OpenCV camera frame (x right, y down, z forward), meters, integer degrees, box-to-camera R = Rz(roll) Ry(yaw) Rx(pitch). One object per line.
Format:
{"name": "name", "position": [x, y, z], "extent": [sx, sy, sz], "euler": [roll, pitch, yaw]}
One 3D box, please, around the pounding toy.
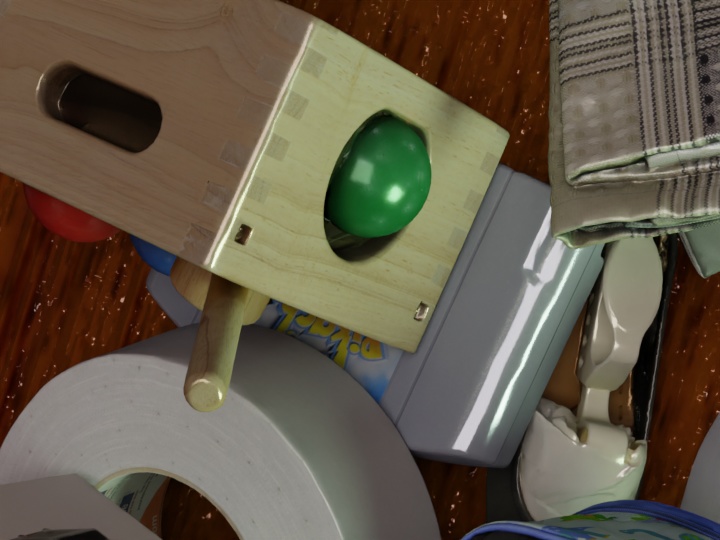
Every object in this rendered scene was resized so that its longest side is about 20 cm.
{"name": "pounding toy", "position": [-0.053, -0.031, 0.946], "extent": [0.199, 0.184, 0.143], "euler": [25, 91, 34]}

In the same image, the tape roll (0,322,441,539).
{"name": "tape roll", "position": [-0.064, 0.126, 1.015], "extent": [0.199, 0.066, 0.202], "euler": [8, 105, 33]}

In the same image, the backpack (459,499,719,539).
{"name": "backpack", "position": [0.106, 0.194, 0.948], "extent": [0.182, 0.146, 0.202], "euler": [14, 104, 45]}

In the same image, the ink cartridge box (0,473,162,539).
{"name": "ink cartridge box", "position": [-0.099, 0.185, 0.923], "extent": [0.200, 0.082, 0.148], "euler": [27, 117, 49]}

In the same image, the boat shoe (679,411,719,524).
{"name": "boat shoe", "position": [0.200, 0.046, 1.005], "extent": [0.056, 0.069, 0.201], "euler": [28, 93, -15]}

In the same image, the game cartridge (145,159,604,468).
{"name": "game cartridge", "position": [0.000, 0.000, 1.036], "extent": [0.199, 0.040, 0.134], "euler": [25, 95, 34]}

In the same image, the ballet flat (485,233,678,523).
{"name": "ballet flat", "position": [0.094, 0.050, 1.021], "extent": [0.068, 0.068, 0.201], "euler": [9, 88, -8]}

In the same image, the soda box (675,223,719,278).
{"name": "soda box", "position": [0.208, -0.074, 0.960], "extent": [0.199, 0.063, 0.071], "euler": [-26, 104, 6]}

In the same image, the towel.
{"name": "towel", "position": [0.161, -0.109, 0.923], "extent": [0.191, 0.035, 0.201], "euler": [-8, 61, 16]}
